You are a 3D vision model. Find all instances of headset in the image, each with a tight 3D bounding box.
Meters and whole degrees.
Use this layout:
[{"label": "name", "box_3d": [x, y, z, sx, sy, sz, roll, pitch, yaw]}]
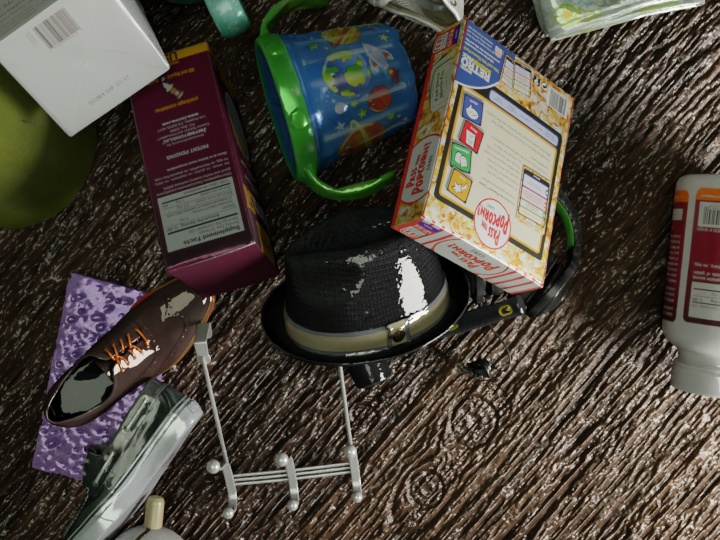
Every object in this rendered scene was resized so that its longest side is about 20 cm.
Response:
[{"label": "headset", "box_3d": [0.145, 0.008, 0.935, 0.122, 0.094, 0.203, 16, 78, 0]}]

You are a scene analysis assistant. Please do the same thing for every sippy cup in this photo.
[{"label": "sippy cup", "box_3d": [-0.019, -0.168, 0.888, 0.128, 0.140, 0.180, -18, 116, -8]}]

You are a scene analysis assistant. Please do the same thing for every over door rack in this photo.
[{"label": "over door rack", "box_3d": [-0.079, 0.146, 0.919, 0.145, 0.067, 0.203, -6, 108, 1]}]

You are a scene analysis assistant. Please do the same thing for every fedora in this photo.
[{"label": "fedora", "box_3d": [0.000, 0.000, 0.865, 0.197, 0.202, 0.093, -7, 121, 2]}]

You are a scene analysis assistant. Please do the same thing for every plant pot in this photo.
[{"label": "plant pot", "box_3d": [-0.362, -0.133, 0.864, 0.184, 0.200, 0.191, 0, 93, 1]}]

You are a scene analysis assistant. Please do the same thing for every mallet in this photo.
[{"label": "mallet", "box_3d": [0.068, 0.070, 0.907, 0.197, 0.041, 0.067, -11, 96, 30]}]

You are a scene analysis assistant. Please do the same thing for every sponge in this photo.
[{"label": "sponge", "box_3d": [-0.259, 0.113, 0.960, 0.110, 0.030, 0.203, 12, 92, 0]}]

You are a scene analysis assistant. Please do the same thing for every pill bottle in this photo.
[{"label": "pill bottle", "box_3d": [0.347, 0.014, 0.898, 0.111, 0.113, 0.204, 5, 94, 1]}]

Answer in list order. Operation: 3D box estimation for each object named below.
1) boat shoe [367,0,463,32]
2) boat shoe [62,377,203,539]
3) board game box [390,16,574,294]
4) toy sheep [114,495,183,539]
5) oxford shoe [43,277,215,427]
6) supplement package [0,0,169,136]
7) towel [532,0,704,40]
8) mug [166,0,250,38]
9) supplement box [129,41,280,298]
[{"label": "boat shoe", "box_3d": [0.022, -0.276, 0.865, 0.198, 0.071, 0.070, 17, 51, -31]}, {"label": "boat shoe", "box_3d": [-0.235, 0.193, 0.920, 0.071, 0.072, 0.201, 37, 89, 6]}, {"label": "board game box", "box_3d": [0.117, -0.102, 0.860, 0.150, 0.046, 0.203, 27, 66, -30]}, {"label": "toy sheep", "box_3d": [-0.213, 0.321, 0.918, 0.136, 0.138, 0.203, 12, 94, 1]}, {"label": "oxford shoe", "box_3d": [-0.218, 0.080, 0.904, 0.200, 0.073, 0.071, -44, 94, -4]}, {"label": "supplement package", "box_3d": [-0.267, -0.240, 0.850, 0.113, 0.110, 0.201, -33, 48, 3]}, {"label": "towel", "box_3d": [0.238, -0.338, 0.915, 0.168, 0.048, 0.203, -14, 92, 1]}, {"label": "mug", "box_3d": [-0.168, -0.316, 0.893, 0.149, 0.114, 0.188, 6, 94, 0]}, {"label": "supplement box", "box_3d": [-0.146, -0.090, 0.879, 0.084, 0.110, 0.203, -16, 74, 3]}]
